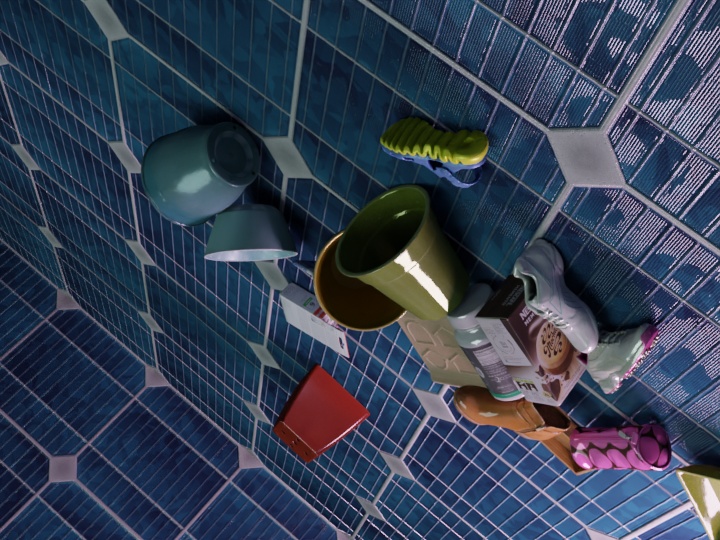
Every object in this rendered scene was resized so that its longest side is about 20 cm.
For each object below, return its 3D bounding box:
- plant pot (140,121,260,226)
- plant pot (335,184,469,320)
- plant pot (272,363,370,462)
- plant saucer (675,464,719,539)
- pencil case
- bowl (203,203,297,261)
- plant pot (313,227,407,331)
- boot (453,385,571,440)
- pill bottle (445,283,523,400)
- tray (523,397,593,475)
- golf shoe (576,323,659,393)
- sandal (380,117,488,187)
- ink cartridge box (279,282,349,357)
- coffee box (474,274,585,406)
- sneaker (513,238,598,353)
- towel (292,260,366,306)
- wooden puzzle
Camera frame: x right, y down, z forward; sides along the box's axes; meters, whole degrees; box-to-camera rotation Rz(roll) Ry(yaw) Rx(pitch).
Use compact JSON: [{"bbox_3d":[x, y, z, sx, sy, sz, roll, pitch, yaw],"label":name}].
[{"bbox_3d":[-0.309,-0.209,1.852,0.188,0.200,0.200,-17,117,43],"label":"plant pot"},{"bbox_3d":[0.091,-0.015,1.595,0.200,0.200,0.190,5,148,51],"label":"plant pot"},{"bbox_3d":[-0.124,0.405,2.477,0.200,0.176,0.200,42,153,2],"label":"plant pot"},{"bbox_3d":[0.657,0.403,1.532,0.200,0.048,0.200,3,133,52],"label":"plant saucer"},{"bbox_3d":[0.459,0.314,1.638,0.093,0.091,0.200,15,161,-24],"label":"pencil case"},{"bbox_3d":[-0.236,-0.082,1.950,0.201,0.200,0.106,-10,82,58],"label":"bowl"},{"bbox_3d":[0.000,0.000,1.738,0.200,0.200,0.142,52,179,-16],"label":"plant pot"},{"bbox_3d":[0.285,0.257,1.705,0.199,0.074,0.155,21,161,-9],"label":"boot"},{"bbox_3d":[0.240,0.128,1.642,0.113,0.113,0.200,0,130,54],"label":"pill bottle"},{"bbox_3d":[0.385,0.316,1.800,0.200,0.037,0.099,42,153,2],"label":"tray"},{"bbox_3d":[0.406,0.129,1.460,0.091,0.075,0.200,41,152,13],"label":"golf shoe"},{"bbox_3d":[0.114,-0.179,1.419,0.200,0.080,0.087,23,151,38],"label":"sandal"},{"bbox_3d":[-0.097,0.117,2.166,0.200,0.050,0.109,28,149,26],"label":"ink cartridge box"},{"bbox_3d":[0.295,0.117,1.550,0.080,0.113,0.200,0,131,54],"label":"coffee box"},{"bbox_3d":[0.305,0.053,1.451,0.201,0.080,0.070,58,151,-7],"label":"sneaker"},{"bbox_3d":[-0.032,0.034,1.889,0.200,0.024,0.147,32,-167,26],"label":"towel"},{"bbox_3d":[0.172,0.147,1.845,0.185,0.046,0.200,3,128,52],"label":"wooden puzzle"}]
